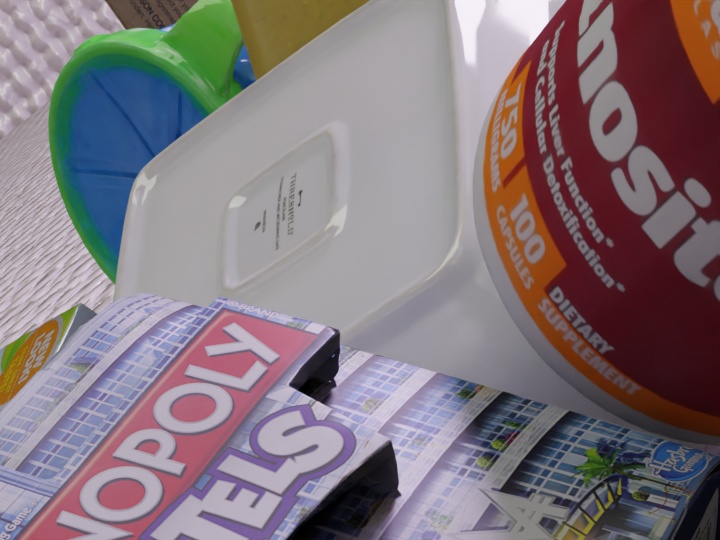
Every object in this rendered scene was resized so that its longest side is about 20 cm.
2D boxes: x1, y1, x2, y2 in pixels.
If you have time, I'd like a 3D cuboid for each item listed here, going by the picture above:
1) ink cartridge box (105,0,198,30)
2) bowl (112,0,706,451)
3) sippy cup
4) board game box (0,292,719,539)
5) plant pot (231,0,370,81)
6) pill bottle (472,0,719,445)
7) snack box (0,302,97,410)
[{"bbox_3d":[-0.066,-0.119,1.268,0.075,0.165,0.200,-36,13,3],"label":"ink cartridge box"},{"bbox_3d":[0.001,0.004,0.682,0.199,0.075,0.201,-32,37,28],"label":"bowl"},{"bbox_3d":[-0.047,-0.060,1.071,0.130,0.140,0.177,-31,6,-40],"label":"sippy cup"},{"bbox_3d":[-0.048,0.071,0.496,0.198,0.062,0.200,16,41,21],"label":"board game box"},{"bbox_3d":[0.053,-0.179,0.842,0.195,0.201,0.194,-9,-22,-47],"label":"plant pot"},{"bbox_3d":[0.107,-0.048,0.496,0.113,0.113,0.200,-47,-3,-31],"label":"pill bottle"},{"bbox_3d":[-0.144,0.121,0.789,0.142,0.053,0.201,-25,36,48],"label":"snack box"}]
